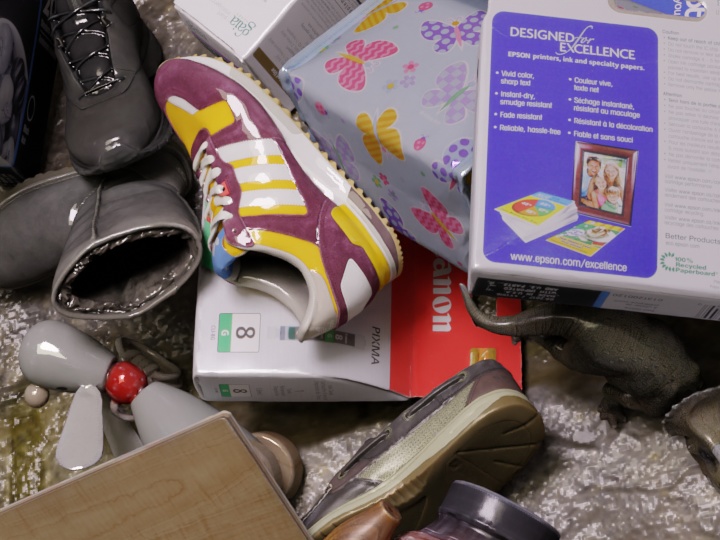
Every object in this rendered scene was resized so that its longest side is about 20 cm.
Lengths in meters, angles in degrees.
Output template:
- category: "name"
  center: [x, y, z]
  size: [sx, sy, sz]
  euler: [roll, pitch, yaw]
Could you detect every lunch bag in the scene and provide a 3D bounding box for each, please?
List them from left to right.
- category: "lunch bag"
  center: [0.080, -0.114, 1.344]
  size: [0.200, 0.127, 0.169]
  euler: [-38, 47, -22]

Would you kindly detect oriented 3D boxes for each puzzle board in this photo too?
- category: "puzzle board"
  center: [-0.120, 0.178, 1.347]
  size: [0.200, 0.151, 0.017]
  euler: [-24, 19, 25]

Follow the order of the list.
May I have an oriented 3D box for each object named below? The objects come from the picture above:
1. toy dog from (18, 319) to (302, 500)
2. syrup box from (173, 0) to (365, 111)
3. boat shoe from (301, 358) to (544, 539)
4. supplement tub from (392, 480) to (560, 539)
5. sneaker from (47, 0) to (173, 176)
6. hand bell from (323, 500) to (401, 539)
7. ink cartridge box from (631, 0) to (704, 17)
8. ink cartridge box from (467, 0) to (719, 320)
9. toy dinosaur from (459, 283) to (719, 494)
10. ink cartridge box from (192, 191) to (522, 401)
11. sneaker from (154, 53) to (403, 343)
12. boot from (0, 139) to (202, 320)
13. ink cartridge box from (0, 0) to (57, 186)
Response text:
- category: "toy dog"
  center: [-0.130, 0.117, 1.393]
  size: [0.200, 0.132, 0.097]
  euler: [30, 94, 33]
- category: "syrup box"
  center: [-0.023, -0.214, 1.513]
  size: [0.200, 0.081, 0.079]
  euler: [-49, 57, -2]
- category: "boat shoe"
  center: [0.023, 0.130, 1.355]
  size: [0.201, 0.072, 0.066]
  euler: [-40, 35, 15]
- category: "supplement tub"
  center: [0.039, 0.223, 1.281]
  size: [0.107, 0.107, 0.200]
  euler: [21, 78, 29]
- category: "sneaker"
  center: [-0.177, -0.136, 1.503]
  size: [0.076, 0.091, 0.200]
  euler: [-21, 35, 3]
- category: "hand bell"
  center: [-0.047, 0.205, 1.300]
  size: [0.200, 0.104, 0.104]
  euler: [-47, 57, 16]
- category: "ink cartridge box"
  center: [0.174, -0.091, 1.395]
  size: [0.094, 0.044, 0.201]
  euler: [0, 68, 22]
- category: "ink cartridge box"
  center: [0.159, -0.073, 1.223]
  size: [0.197, 0.043, 0.201]
  euler: [6, 68, -5]
- category: "toy dinosaur"
  center: [0.151, 0.045, 1.296]
  size: [0.077, 0.200, 0.102]
  euler: [-56, 18, -19]
- category: "ink cartridge box"
  center: [0.000, 0.000, 1.392]
  size: [0.199, 0.050, 0.161]
  euler: [-1, 65, 5]
- category: "sneaker"
  center: [-0.069, -0.046, 1.349]
  size: [0.200, 0.075, 0.090]
  euler: [43, 64, 16]
- category: "boot"
  center: [-0.180, -0.010, 1.440]
  size: [0.182, 0.073, 0.200]
  euler: [-31, 25, 9]
- category: "ink cartridge box"
  center: [-0.243, -0.172, 1.497]
  size: [0.043, 0.198, 0.201]
  euler: [5, 82, 8]
